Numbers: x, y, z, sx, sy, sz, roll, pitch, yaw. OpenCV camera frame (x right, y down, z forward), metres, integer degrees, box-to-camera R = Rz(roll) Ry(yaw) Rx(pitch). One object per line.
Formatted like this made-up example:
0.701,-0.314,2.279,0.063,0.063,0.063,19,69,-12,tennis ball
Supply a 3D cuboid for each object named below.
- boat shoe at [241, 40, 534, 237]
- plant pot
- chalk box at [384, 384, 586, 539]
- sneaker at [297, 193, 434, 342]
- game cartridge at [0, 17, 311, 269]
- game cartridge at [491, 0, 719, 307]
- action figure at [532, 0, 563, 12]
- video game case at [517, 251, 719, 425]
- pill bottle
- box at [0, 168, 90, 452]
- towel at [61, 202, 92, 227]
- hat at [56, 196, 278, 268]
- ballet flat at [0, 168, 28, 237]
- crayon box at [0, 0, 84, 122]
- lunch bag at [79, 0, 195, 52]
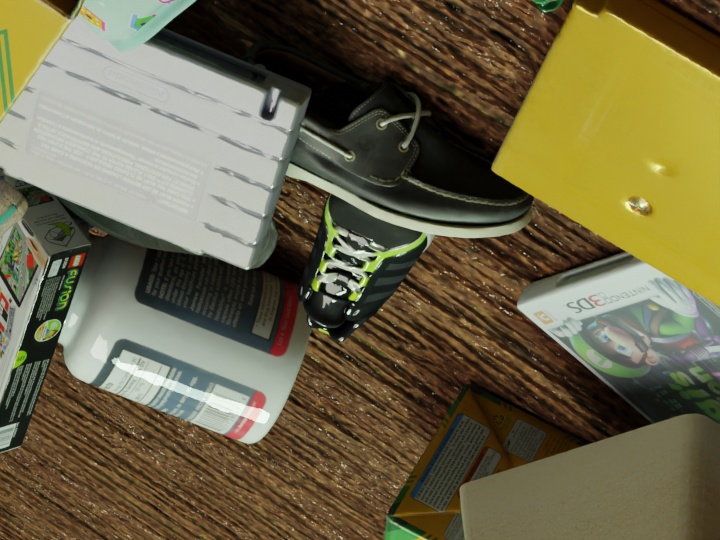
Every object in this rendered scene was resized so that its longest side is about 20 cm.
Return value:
0.014,-0.078,1.637,0.199,0.072,0.068,23,128,7,boat shoe
0.194,0.233,1.749,0.199,0.178,0.200,-21,142,37,plant pot
0.094,0.197,1.974,0.123,0.125,0.200,27,153,11,chalk box
0.000,0.000,1.746,0.071,0.083,0.200,25,163,5,sneaker
-0.138,-0.090,1.636,0.199,0.038,0.130,23,126,6,game cartridge
0.175,-0.068,1.508,0.176,0.033,0.200,31,151,3,game cartridge
0.051,-0.198,1.389,0.118,0.055,0.200,6,151,41,action figure
0.218,0.061,1.704,0.200,0.023,0.182,40,154,-16,video game case
-0.144,0.034,1.907,0.199,0.120,0.120,22,157,-13,pill bottle
-0.247,0.019,1.831,0.110,0.035,0.201,51,137,28,box
-0.237,-0.100,1.888,0.111,0.049,0.200,23,153,16,towel
-0.130,-0.086,1.772,0.200,0.081,0.201,23,157,10,hat
-0.261,-0.092,1.752,0.201,0.067,0.068,60,-172,35,ballet flat
-0.166,-0.148,1.382,0.051,0.127,0.200,33,141,-10,crayon box
-0.145,-0.220,1.499,0.170,0.122,0.200,39,149,-17,lunch bag
